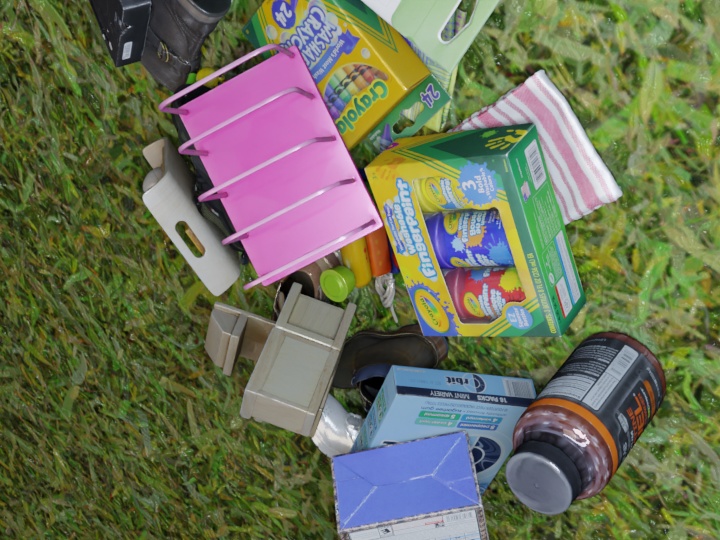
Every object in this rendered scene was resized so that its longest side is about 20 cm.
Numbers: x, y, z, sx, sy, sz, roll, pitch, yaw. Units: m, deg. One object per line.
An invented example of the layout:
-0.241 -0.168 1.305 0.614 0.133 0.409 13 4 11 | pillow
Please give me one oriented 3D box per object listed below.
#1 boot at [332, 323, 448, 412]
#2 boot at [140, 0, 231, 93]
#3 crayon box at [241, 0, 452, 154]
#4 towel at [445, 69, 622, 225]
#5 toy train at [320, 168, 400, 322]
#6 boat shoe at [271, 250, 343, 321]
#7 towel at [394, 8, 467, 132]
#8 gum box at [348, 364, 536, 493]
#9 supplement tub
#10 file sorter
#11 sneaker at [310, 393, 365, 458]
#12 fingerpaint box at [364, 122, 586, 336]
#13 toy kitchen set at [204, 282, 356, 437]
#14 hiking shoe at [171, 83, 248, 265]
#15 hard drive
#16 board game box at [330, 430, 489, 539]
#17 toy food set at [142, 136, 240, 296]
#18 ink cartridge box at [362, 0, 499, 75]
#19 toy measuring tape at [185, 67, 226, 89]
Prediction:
0.005 0.121 1.394 0.199 0.097 0.075 -23 102 45 | boot
-0.233 -0.304 1.329 0.201 0.069 0.174 55 145 6 | boot
-0.016 -0.210 1.189 0.200 0.052 0.126 50 137 -1 | crayon box
0.150 -0.093 1.178 0.200 0.030 0.147 -31 97 46 | towel
0.000 0.000 1.302 0.084 0.116 0.202 10 124 35 | toy train
-0.076 0.032 1.414 0.076 0.072 0.200 41 142 11 | boat shoe
0.011 -0.235 1.203 0.199 0.023 0.145 27 131 23 | towel
0.087 0.192 1.342 0.168 0.045 0.201 7 135 -16 | gum box
0.219 0.153 1.164 0.106 0.200 0.108 21 131 27 | supplement tub
-0.088 -0.099 1.132 0.138 0.125 0.201 -26 91 9 | file sorter
0.010 0.218 1.488 0.200 0.075 0.087 45 125 -4 | sneaker
0.115 -0.034 1.176 0.166 0.073 0.201 -1 119 37 | fingerpaint box
-0.121 0.135 1.339 0.162 0.181 0.201 19 132 2 | toy kitchen set
-0.161 -0.105 1.272 0.101 0.075 0.201 -48 62 49 | hiking shoe
-0.283 -0.343 1.289 0.201 0.038 0.140 66 160 11 | hard drive
0.063 0.289 1.339 0.158 0.097 0.201 -11 139 3 | board game box
-0.205 -0.063 1.359 0.060 0.200 0.144 -32 113 4 | toy food set
0.046 -0.289 1.093 0.200 0.059 0.104 42 121 9 | ink cartridge box
-0.164 -0.159 1.375 0.073 0.074 0.201 31 148 20 | toy measuring tape
